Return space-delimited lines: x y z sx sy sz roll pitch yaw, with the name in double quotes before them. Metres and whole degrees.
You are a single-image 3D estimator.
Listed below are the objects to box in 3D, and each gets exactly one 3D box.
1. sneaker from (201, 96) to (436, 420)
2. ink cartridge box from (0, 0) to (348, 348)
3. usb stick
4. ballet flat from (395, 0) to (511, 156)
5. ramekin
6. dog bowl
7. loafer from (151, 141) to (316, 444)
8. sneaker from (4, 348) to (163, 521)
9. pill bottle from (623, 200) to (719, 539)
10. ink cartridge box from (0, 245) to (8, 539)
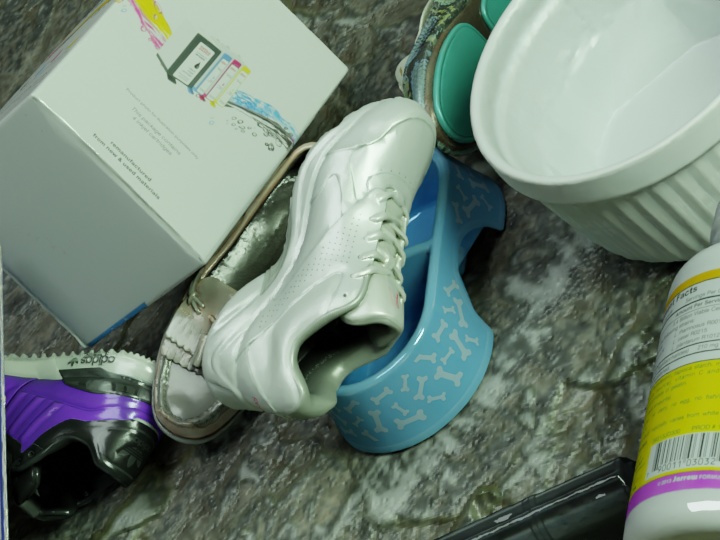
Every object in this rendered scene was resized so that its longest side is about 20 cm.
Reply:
"sneaker" 0.000 0.000 1.299 0.099 0.078 0.200 22 82 45
"ink cartridge box" -0.136 -0.087 1.461 0.147 0.145 0.200 -34 16 46
"usb stick" 0.059 0.146 1.175 0.200 0.055 0.033 -26 63 16
"ballet flat" 0.058 -0.133 1.436 0.074 0.074 0.200 -16 32 35
"ramekin" 0.168 -0.098 1.265 0.200 0.105 0.201 -27 40 25
"dog bowl" 0.021 0.009 1.361 0.111 0.050 0.200 -20 43 32
"loafer" -0.071 0.008 1.424 0.072 0.063 0.200 24 68 11
"sneaker" -0.205 0.109 1.480 0.200 0.070 0.100 -10 52 41
"pill bottle" 0.189 0.057 1.100 0.104 0.104 0.200 -13 48 38
"ink cartridge box" -0.266 0.107 1.457 0.200 0.047 0.198 -21 65 39
